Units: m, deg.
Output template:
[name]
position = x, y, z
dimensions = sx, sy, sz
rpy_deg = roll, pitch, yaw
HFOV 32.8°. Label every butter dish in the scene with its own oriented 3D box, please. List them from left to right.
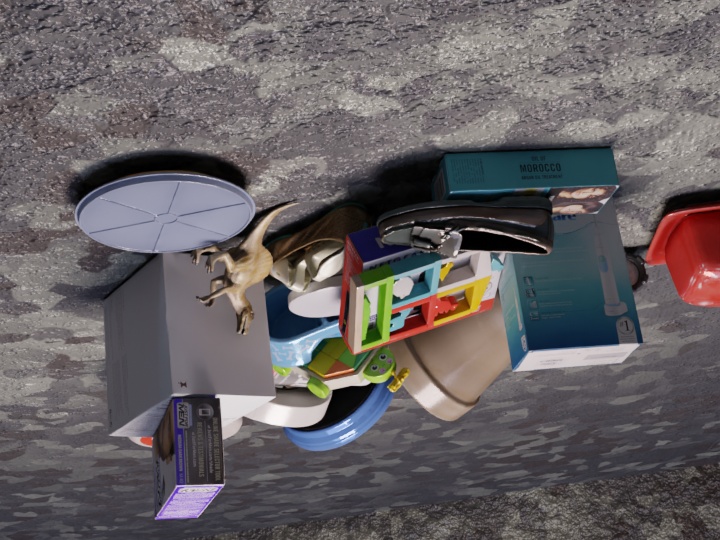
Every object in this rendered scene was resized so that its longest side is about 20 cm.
[butter dish]
position = 0.495, -0.004, 1.620
dimensions = 0.199, 0.148, 0.200
rpy_deg = -8, 159, 1

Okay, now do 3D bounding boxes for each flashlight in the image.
[flashlight]
position = 0.362, 0.031, 1.792
dimensions = 0.068, 0.068, 0.200
rpy_deg = -42, 171, -16

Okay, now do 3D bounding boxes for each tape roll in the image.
[tape roll]
position = -0.141, 0.165, 1.822
dimensions = 0.203, 0.203, 0.037
rpy_deg = 8, 112, -35

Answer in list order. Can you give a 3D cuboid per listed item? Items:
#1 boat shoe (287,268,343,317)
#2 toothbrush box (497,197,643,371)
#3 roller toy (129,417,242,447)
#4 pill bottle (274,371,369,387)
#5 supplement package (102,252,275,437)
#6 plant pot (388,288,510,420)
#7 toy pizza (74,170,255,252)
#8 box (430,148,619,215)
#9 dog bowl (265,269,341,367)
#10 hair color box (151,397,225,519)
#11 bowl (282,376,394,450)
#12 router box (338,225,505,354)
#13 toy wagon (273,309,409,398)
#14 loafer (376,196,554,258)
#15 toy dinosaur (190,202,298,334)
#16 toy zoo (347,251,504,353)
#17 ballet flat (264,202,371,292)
[boat shoe]
position = 0.000, 0.000, 1.561
dimensions = 0.200, 0.066, 0.072
rpy_deg = -21, 146, 7
[toothbrush box]
position = 0.250, 0.014, 1.512
dimensions = 0.146, 0.200, 0.085
rpy_deg = -4, 160, -10
[roller toy]
position = -0.277, 0.206, 1.926
dimensions = 0.200, 0.140, 0.182
rpy_deg = 0, 159, -20
[pill bottle]
position = -0.074, 0.115, 1.792
dimensions = 0.200, 0.114, 0.114
rpy_deg = 8, 155, -34
[supplement package]
position = -0.228, 0.102, 1.595
dimensions = 0.147, 0.191, 0.200
rpy_deg = 6, 156, -34
[plant pot]
position = 0.145, 0.080, 1.710
dimensions = 0.174, 0.200, 0.200
rpy_deg = -36, 149, 21
[toy pizza]
position = -0.218, -0.071, 1.371
dimensions = 0.200, 0.032, 0.200
rpy_deg = -6, 158, -2
[box]
position = 0.187, -0.098, 1.407
dimensions = 0.200, 0.049, 0.082
rpy_deg = -3, 159, -10
[dog bowl]
position = -0.052, 0.051, 1.621
dimensions = 0.200, 0.112, 0.050
rpy_deg = -21, 144, -1
[hair color box]
position = -0.218, 0.238, 1.530
dimensions = 0.065, 0.109, 0.200
rpy_deg = 2, 157, -18
[bowl]
position = -0.041, 0.188, 1.902
dimensions = 0.201, 0.201, 0.039
rpy_deg = -17, 128, 25
[router box]
position = 0.075, 0.005, 1.489
dimensions = 0.200, 0.049, 0.180
rpy_deg = -17, 144, -18
[toy wagon]
position = -0.023, 0.097, 1.637
dimensions = 0.200, 0.155, 0.040
rpy_deg = 26, 155, 31
[loafer]
position = 0.120, -0.042, 1.370
dimensions = 0.200, 0.063, 0.072
rpy_deg = -6, 161, -1
[toy dinosaur]
position = -0.148, -0.013, 1.482
dimensions = 0.101, 0.058, 0.200
rpy_deg = -3, 128, -33
[toy zoo]
position = 0.081, 0.023, 1.454
dimensions = 0.200, 0.020, 0.131
rpy_deg = -18, 144, -17
[ballet flat]
position = -0.060, -0.016, 1.506
dimensions = 0.068, 0.072, 0.200
rpy_deg = 23, 145, -38
